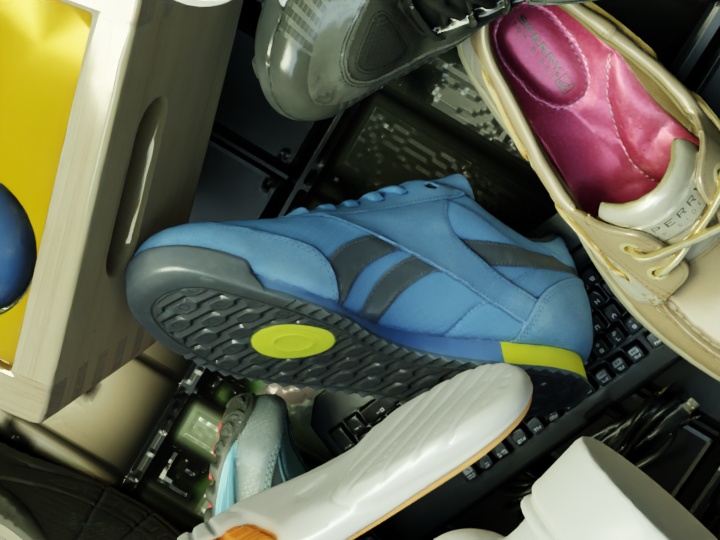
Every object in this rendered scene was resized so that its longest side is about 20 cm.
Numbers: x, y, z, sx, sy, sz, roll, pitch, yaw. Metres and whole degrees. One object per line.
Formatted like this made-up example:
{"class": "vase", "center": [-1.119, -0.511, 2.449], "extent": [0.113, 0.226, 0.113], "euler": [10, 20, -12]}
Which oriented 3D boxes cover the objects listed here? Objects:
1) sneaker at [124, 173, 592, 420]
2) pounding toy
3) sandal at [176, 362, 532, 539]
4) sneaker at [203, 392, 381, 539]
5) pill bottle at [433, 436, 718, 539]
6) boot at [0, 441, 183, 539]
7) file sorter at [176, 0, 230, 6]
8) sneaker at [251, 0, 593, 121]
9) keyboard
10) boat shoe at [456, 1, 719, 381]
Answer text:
{"class": "sneaker", "center": [0.000, 0.000, 0.957], "extent": [0.199, 0.079, 0.066], "euler": [12, 154, -35]}
{"class": "pounding toy", "center": [-0.154, -0.077, 0.892], "extent": [0.183, 0.142, 0.201], "euler": [21, 111, 13]}
{"class": "sandal", "center": [-0.014, 0.108, 0.954], "extent": [0.206, 0.079, 0.059], "euler": [-31, 102, 22]}
{"class": "sneaker", "center": [0.004, 0.128, 1.056], "extent": [0.095, 0.079, 0.201], "euler": [-13, 116, 15]}
{"class": "pill bottle", "center": [0.043, 0.160, 0.920], "extent": [0.120, 0.120, 0.200], "euler": [41, 98, -6]}
{"class": "boot", "center": [-0.156, 0.153, 1.086], "extent": [0.199, 0.073, 0.151], "euler": [25, 112, 10]}
{"class": "file sorter", "center": [-0.047, -0.192, 0.885], "extent": [0.138, 0.200, 0.125], "euler": [33, 116, -3]}
{"class": "sneaker", "center": [0.052, -0.117, 0.905], "extent": [0.200, 0.090, 0.067], "euler": [-41, 133, -10]}
{"class": "keyboard", "center": [0.080, 0.041, 1.028], "extent": [0.200, 0.040, 0.104], "euler": [-38, 98, 21]}
{"class": "boat shoe", "center": [0.105, -0.028, 0.965], "extent": [0.074, 0.069, 0.200], "euler": [-43, 89, 7]}
